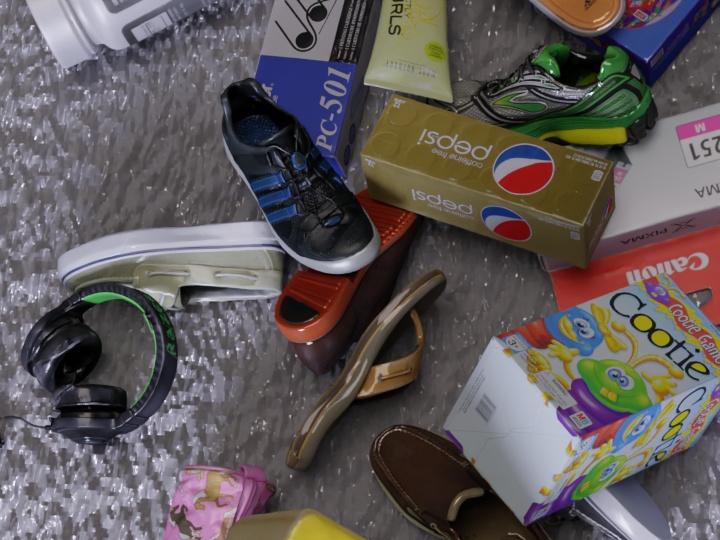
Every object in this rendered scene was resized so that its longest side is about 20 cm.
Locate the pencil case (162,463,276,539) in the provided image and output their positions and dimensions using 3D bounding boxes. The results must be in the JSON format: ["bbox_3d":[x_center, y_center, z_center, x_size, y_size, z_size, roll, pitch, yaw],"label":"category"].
[{"bbox_3d":[-0.124,0.251,1.598,0.086,0.083,0.202,5,68,15],"label":"pencil case"}]

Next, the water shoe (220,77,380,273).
[{"bbox_3d":[-0.059,-0.077,1.661,0.071,0.079,0.200,-35,57,-13],"label":"water shoe"}]

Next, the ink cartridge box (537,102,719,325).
[{"bbox_3d":[0.242,-0.034,1.658,0.198,0.044,0.175,-15,64,6],"label":"ink cartridge box"}]

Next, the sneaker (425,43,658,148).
[{"bbox_3d":[0.145,-0.153,1.688,0.198,0.086,0.078,-3,38,27],"label":"sneaker"}]

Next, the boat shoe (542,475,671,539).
[{"bbox_3d":[0.152,0.161,1.586,0.200,0.070,0.066,41,109,13],"label":"boat shoe"}]

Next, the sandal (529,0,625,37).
[{"bbox_3d":[0.146,-0.277,1.724,0.079,0.059,0.206,-44,58,-7],"label":"sandal"}]

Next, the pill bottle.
[{"bbox_3d":[-0.199,-0.270,1.817,0.199,0.114,0.114,-27,64,0],"label":"pill bottle"}]

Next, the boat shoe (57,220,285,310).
[{"bbox_3d":[-0.160,0.001,1.719,0.198,0.072,0.063,-8,71,8],"label":"boat shoe"}]

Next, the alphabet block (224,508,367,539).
[{"bbox_3d":[-0.031,0.300,1.454,0.194,0.200,0.198,29,75,-12],"label":"alphabet block"}]

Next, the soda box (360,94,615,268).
[{"bbox_3d":[0.103,-0.073,1.644,0.199,0.064,0.068,18,62,20],"label":"soda box"}]

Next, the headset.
[{"bbox_3d":[-0.245,0.092,1.683,0.199,0.094,0.124,-36,66,18],"label":"headset"}]

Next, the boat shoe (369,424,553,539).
[{"bbox_3d":[0.086,0.182,1.584,0.202,0.075,0.075,36,79,23],"label":"boat shoe"}]

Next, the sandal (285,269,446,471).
[{"bbox_3d":[0.013,0.088,1.644,0.054,0.080,0.201,35,80,7],"label":"sandal"}]

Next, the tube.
[{"bbox_3d":[0.048,-0.222,1.744,0.058,0.052,0.201,-16,45,24],"label":"tube"}]

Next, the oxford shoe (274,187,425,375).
[{"bbox_3d":[0.000,0.000,1.692,0.071,0.073,0.200,16,54,37],"label":"oxford shoe"}]

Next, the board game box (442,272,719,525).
[{"bbox_3d":[0.179,0.094,1.529,0.199,0.105,0.103,-19,57,-40],"label":"board game box"}]

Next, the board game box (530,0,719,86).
[{"bbox_3d":[0.258,-0.276,1.755,0.134,0.045,0.200,37,79,24],"label":"board game box"}]

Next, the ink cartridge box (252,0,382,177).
[{"bbox_3d":[-0.038,-0.185,1.784,0.093,0.044,0.202,8,70,17],"label":"ink cartridge box"}]
